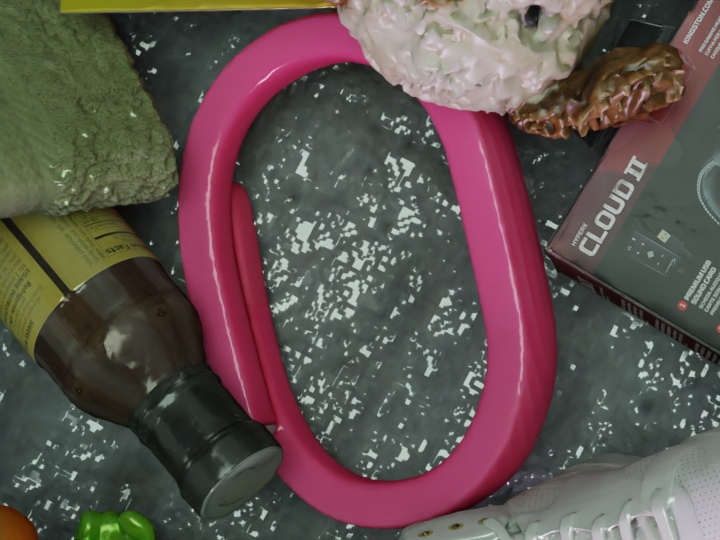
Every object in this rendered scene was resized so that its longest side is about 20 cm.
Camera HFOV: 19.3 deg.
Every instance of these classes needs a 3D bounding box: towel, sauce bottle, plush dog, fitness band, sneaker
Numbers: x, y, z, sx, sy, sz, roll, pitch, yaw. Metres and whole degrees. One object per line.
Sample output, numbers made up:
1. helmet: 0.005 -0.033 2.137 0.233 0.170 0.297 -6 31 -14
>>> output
1. towel: -0.166 -0.095 0.819 0.148 0.037 0.200 -14 59 -35
2. sauce bottle: -0.107 0.012 0.825 0.065 0.065 0.200 -42 69 3
3. plush dog: 0.055 -0.140 0.749 0.200 0.160 0.172 29 92 -9
4. fitness band: 0.000 0.000 0.815 0.143 0.037 0.201 -17 82 30
5. sneaker: 0.081 0.105 0.723 0.115 0.200 0.074 -20 87 -22

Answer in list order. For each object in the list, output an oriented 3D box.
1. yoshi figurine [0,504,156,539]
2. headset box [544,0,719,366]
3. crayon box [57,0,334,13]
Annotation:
1. yoshi figurine: -0.068 0.125 0.785 0.112 0.200 0.113 -40 36 34
2. headset box: 0.175 -0.026 0.798 0.200 0.077 0.149 30 89 11
3. crayon box: -0.045 -0.186 0.835 0.127 0.051 0.201 1 74 15
